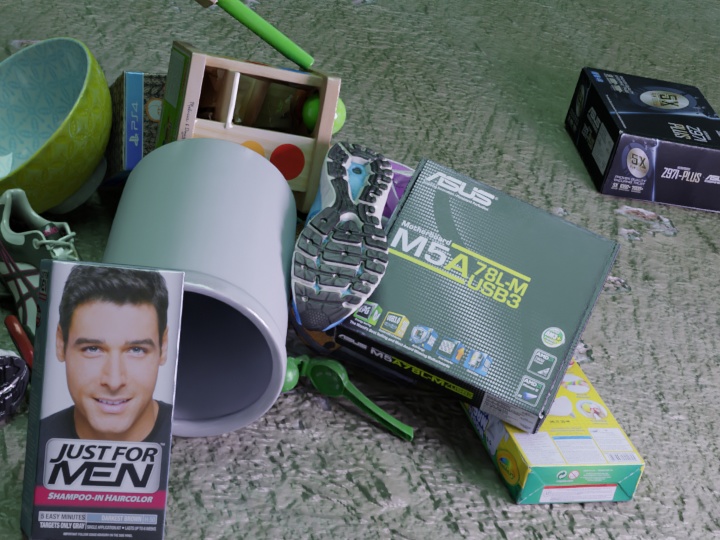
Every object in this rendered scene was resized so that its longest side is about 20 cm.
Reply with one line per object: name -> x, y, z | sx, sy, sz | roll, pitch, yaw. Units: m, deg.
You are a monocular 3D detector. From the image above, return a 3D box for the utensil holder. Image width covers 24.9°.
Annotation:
utensil holder -> -0.137, 0.009, 1.370 | 0.169, 0.170, 0.201 | 12, 41, -5

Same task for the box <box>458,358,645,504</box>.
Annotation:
box -> 0.159, 0.129, 1.465 | 0.117, 0.049, 0.200 | 2, 33, -20

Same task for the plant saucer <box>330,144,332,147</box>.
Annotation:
plant saucer -> 0.027, -0.061, 1.690 | 0.200, 0.038, 0.200 | 31, 15, -9

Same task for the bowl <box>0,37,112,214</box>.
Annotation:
bowl -> -0.311, -0.118, 1.594 | 0.108, 0.200, 0.200 | 49, 5, -39

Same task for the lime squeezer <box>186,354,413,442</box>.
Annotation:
lime squeezer -> -0.053, 0.107, 1.429 | 0.199, 0.038, 0.071 | 10, 61, -10

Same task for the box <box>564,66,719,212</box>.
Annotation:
box -> 0.362, -0.166, 2.038 | 0.163, 0.086, 0.200 | 9, 29, -12

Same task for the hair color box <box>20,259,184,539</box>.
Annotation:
hair color box -> -0.190, 0.095, 1.199 | 0.098, 0.201, 0.061 | 4, 0, -18

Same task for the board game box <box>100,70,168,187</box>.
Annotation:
board game box -> -0.157, -0.137, 1.651 | 0.199, 0.097, 0.159 | 1, -3, -18

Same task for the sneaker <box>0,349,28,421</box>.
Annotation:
sneaker -> -0.360, 0.093, 1.270 | 0.200, 0.074, 0.079 | -8, 26, -45

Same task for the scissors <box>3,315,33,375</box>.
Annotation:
scissors -> -0.238, 0.118, 1.319 | 0.014, 0.073, 0.200 | -29, 68, -16

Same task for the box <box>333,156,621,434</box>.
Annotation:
box -> 0.104, 0.019, 1.437 | 0.199, 0.048, 0.194 | 25, 63, 8

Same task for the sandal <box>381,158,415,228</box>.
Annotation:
sandal -> 0.058, -0.063, 1.532 | 0.202, 0.050, 0.082 | 36, 50, 27

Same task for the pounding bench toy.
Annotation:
pounding bench toy -> -0.092, -0.167, 1.499 | 0.155, 0.201, 0.124 | 8, 10, -16

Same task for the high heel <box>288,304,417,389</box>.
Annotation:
high heel -> 0.000, 0.000, 1.508 | 0.142, 0.071, 0.201 | 26, 48, -25

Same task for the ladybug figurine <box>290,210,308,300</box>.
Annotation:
ladybug figurine -> -0.072, -0.025, 1.571 | 0.135, 0.072, 0.200 | -18, 23, -8

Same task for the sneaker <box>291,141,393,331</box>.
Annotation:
sneaker -> -0.018, -0.016, 1.412 | 0.078, 0.090, 0.201 | 19, 45, -3

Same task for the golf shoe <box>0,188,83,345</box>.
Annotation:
golf shoe -> -0.271, 0.010, 1.431 | 0.200, 0.088, 0.077 | 37, 34, 29
